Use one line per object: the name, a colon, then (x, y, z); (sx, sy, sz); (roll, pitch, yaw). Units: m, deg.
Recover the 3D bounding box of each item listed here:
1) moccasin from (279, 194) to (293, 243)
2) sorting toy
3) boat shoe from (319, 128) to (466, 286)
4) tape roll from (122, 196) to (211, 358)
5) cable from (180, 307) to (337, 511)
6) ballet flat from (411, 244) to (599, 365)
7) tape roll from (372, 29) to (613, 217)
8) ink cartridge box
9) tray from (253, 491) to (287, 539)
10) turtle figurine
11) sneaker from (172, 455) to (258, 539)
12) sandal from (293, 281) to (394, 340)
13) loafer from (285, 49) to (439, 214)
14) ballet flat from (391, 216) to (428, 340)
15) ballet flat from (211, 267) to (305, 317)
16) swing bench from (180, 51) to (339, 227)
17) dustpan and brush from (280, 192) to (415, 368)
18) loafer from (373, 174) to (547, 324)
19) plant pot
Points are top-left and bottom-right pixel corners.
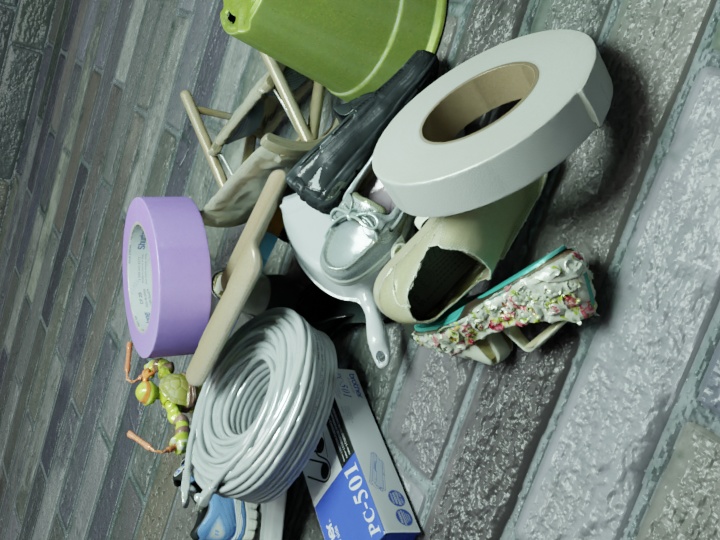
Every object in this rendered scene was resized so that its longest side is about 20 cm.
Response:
moccasin: (-0.054, -0.053, 0.983); (0.200, 0.068, 0.081); (-7, 74, 52)
sorting toy: (-0.126, 0.006, 0.941); (0.185, 0.036, 0.200); (-60, 12, 29)
boat shoe: (0.023, -0.078, 0.817); (0.074, 0.065, 0.202); (36, 86, 34)
tape roll: (-0.247, 0.008, 1.087); (0.200, 0.065, 0.201); (9, 100, 62)
cable: (-0.102, 0.139, 0.894); (0.200, 0.069, 0.200); (-39, 35, 29)
ballet flat: (0.115, 0.043, 0.711); (0.064, 0.076, 0.200); (59, 144, 1)
tape roll: (0.103, -0.122, 0.697); (0.202, 0.037, 0.203); (-28, 28, 16)
ink cartridge box: (-0.012, 0.203, 0.870); (0.094, 0.044, 0.200); (-58, 39, 31)
tray: (-0.106, 0.237, 0.977); (0.107, 0.022, 0.201); (-147, 62, -66)
turtle figurine: (-0.218, 0.152, 1.089); (0.065, 0.161, 0.200); (-63, 36, 22)
sneaker: (-0.168, 0.213, 0.988); (0.079, 0.089, 0.201); (129, 139, -57)
sandal: (-0.028, 0.033, 0.935); (0.200, 0.048, 0.076); (-22, 63, 49)
loafer: (0.004, -0.148, 0.865); (0.070, 0.068, 0.201); (37, 82, 14)
ballet flat: (0.068, -0.025, 0.793); (0.068, 0.068, 0.201); (50, 122, 49)
ballet flat: (-0.138, 0.030, 1.090); (0.200, 0.073, 0.073); (17, 95, 57)
swing bench: (-0.122, -0.179, 1.079); (0.199, 0.129, 0.201); (-34, 59, 46)
dustpan and brush: (0.000, 0.000, 0.863); (0.139, 0.057, 0.201); (-18, 55, 11)
loafer: (0.093, -0.028, 0.719); (0.200, 0.076, 0.068); (-53, 27, 9)
plant pot: (-0.041, -0.284, 0.925); (0.200, 0.189, 0.201); (-21, 64, 51)
